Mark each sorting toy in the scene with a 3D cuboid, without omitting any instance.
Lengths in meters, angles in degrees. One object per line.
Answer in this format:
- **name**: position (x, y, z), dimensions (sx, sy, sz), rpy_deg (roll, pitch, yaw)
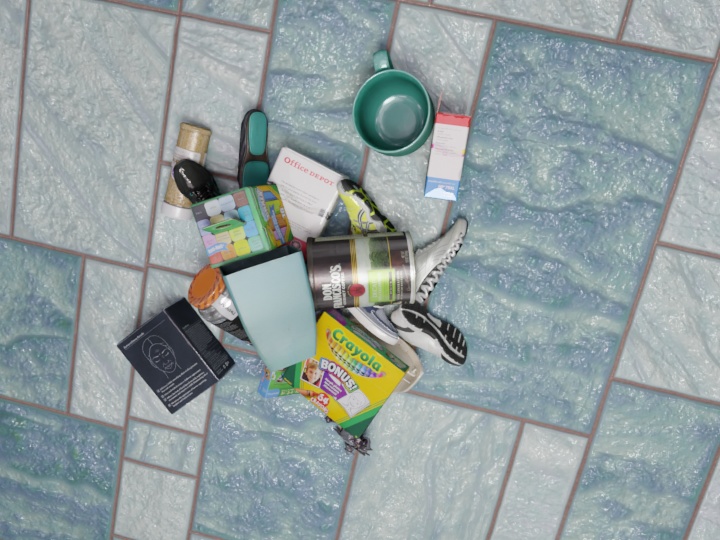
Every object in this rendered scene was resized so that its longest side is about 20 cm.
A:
- **sorting toy**: position (0.010, 0.214, 1.183), dimensions (0.200, 0.107, 0.180), rpy_deg (33, 110, -1)

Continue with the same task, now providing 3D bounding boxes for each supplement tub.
- **supplement tub**: position (-0.251, 0.073, 1.124), dimensions (0.122, 0.123, 0.200), rpy_deg (-39, 134, 12)

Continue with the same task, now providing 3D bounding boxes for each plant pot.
- **plant pot**: position (-0.161, 0.073, 1.001), dimensions (0.141, 0.141, 0.200), rpy_deg (-19, 103, -15)

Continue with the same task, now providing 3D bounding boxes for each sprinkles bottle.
- **sprinkles bottle**: position (-0.374, -0.211, 1.156), dimensions (0.068, 0.068, 0.200), rpy_deg (18, 102, 3)

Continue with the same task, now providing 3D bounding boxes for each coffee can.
- **coffee can**: position (0.000, 0.000, 1.057), dimensions (0.199, 0.146, 0.147), rpy_deg (-5, 100, -2)

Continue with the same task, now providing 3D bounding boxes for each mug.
- **mug**: position (0.074, -0.316, 1.054), dimensions (0.152, 0.114, 0.185), rpy_deg (22, 100, 12)

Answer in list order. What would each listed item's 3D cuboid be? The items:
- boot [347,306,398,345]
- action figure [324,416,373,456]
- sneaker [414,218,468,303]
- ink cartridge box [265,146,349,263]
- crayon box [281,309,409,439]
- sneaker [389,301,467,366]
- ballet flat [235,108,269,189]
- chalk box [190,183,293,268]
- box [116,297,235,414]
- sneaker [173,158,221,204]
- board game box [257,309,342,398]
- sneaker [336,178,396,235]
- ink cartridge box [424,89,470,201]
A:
- **boot**: position (0.023, 0.061, 1.140), dimensions (0.200, 0.073, 0.090), rpy_deg (42, 100, 17)
- **action figure**: position (-0.024, 0.331, 1.185), dimensions (0.130, 0.069, 0.200), rpy_deg (21, 122, 31)
- **sneaker**: position (0.153, -0.030, 1.131), dimensions (0.081, 0.075, 0.200), rpy_deg (35, 102, 8)
- **ink cartridge box**: position (-0.131, -0.138, 1.132), dimensions (0.145, 0.084, 0.200), rpy_deg (27, 104, 1)
- **crayon box**: position (-0.031, 0.204, 1.081), dimensions (0.200, 0.058, 0.173), rpy_deg (36, 106, 12)
- **sneaker**: position (0.148, 0.140, 1.172), dimensions (0.200, 0.074, 0.080), rpy_deg (40, 141, -11)
- **ballet flat**: position (-0.229, -0.236, 1.138), dimensions (0.073, 0.073, 0.201), rpy_deg (6, 101, 5)
- **chalk box**: position (-0.223, -0.084, 1.010), dimensions (0.125, 0.200, 0.124), rpy_deg (-16, 98, 13)
- **box**: position (-0.413, 0.190, 1.217), dimensions (0.148, 0.107, 0.200), rpy_deg (-35, 96, 12)
- **sneaker**: position (-0.312, -0.145, 1.126), dimensions (0.075, 0.079, 0.200), rpy_deg (-40, 120, -15)
- **board game box**: position (-0.130, 0.173, 1.167), dimensions (0.037, 0.151, 0.200), rpy_deg (27, 106, 43)
- **sneaker**: position (0.006, -0.100, 1.098), dimensions (0.076, 0.075, 0.200), rpy_deg (-30, 124, 15)
- **ink cartridge box**: position (0.172, -0.242, 1.061), dimensions (0.067, 0.116, 0.200), rpy_deg (9, 102, 5)
